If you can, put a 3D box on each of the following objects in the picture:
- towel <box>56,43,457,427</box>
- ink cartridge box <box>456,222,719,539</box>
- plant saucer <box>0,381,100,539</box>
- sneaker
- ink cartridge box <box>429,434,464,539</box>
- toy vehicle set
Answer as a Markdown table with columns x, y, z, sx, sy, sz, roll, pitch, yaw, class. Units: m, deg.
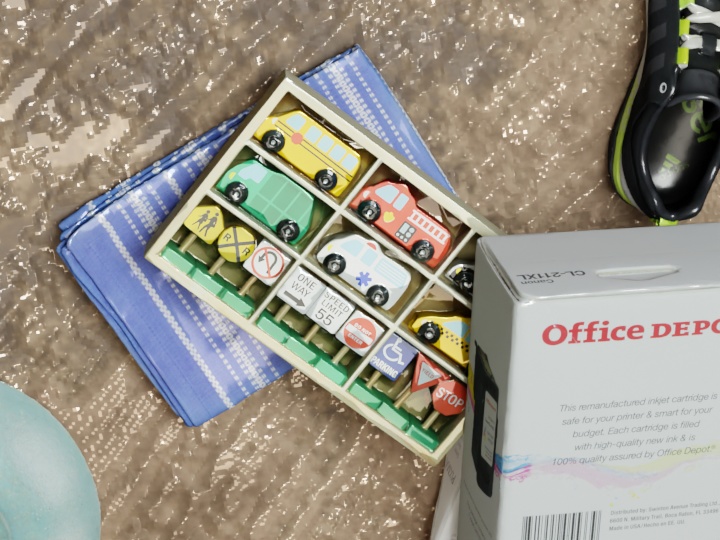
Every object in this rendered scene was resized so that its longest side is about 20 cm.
| x | y | z | sx | sy | sz | roll | pitch | yaw | class |
| --- | --- | --- | --- | --- | --- | --- | --- | --- | --- |
| -0.049 | -0.016 | 1.462 | 0.200 | 0.024 | 0.145 | -32 | 111 | 4 | towel |
| 0.134 | 0.081 | 1.425 | 0.145 | 0.083 | 0.200 | -3 | 116 | -13 | ink cartridge box |
| -0.244 | 0.151 | 1.487 | 0.201 | 0.039 | 0.201 | -2 | 109 | -7 | plant saucer |
| 0.186 | -0.112 | 1.426 | 0.072 | 0.083 | 0.200 | 6 | 108 | -10 | sneaker |
| 0.118 | 0.152 | 1.534 | 0.161 | 0.050 | 0.200 | 17 | 109 | -13 | ink cartridge box |
| 0.000 | 0.000 | 1.439 | 0.200 | 0.027 | 0.124 | 36 | 100 | -12 | toy vehicle set |
